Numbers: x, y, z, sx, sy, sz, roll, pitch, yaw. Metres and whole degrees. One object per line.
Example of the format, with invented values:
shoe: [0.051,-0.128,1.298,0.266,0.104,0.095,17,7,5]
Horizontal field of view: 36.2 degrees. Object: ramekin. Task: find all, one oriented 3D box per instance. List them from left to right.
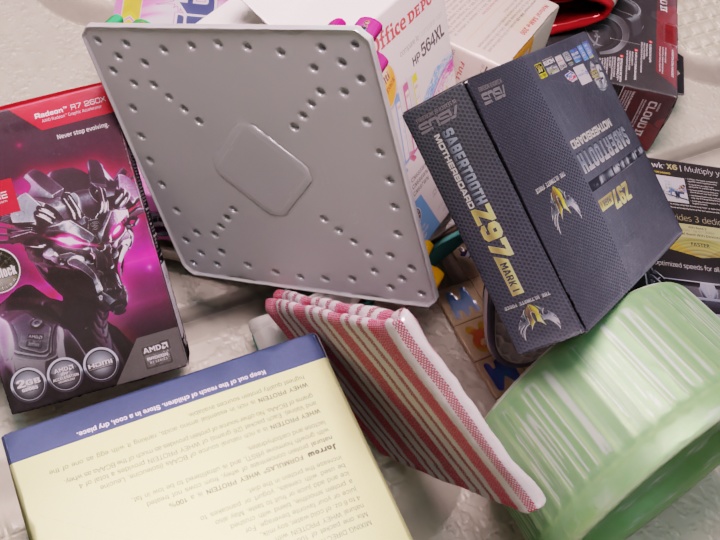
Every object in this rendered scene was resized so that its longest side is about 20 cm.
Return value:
ramekin: [0.169,0.100,0.715,0.200,0.200,0.098,-27,63,-24]

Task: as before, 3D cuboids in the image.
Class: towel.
towel: [0.023,0.072,0.688,0.030,0.200,0.146,-44,109,-18]

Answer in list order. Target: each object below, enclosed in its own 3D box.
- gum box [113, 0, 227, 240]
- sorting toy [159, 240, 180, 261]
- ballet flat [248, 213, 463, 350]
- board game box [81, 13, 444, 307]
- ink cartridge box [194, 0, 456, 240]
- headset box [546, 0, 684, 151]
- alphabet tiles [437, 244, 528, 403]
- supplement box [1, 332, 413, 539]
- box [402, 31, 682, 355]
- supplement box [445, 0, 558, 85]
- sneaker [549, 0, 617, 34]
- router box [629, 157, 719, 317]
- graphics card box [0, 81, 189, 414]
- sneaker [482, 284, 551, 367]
gum box: [-0.139,-0.114,0.842,0.113,0.066,0.201,5,62,-6]
sorting toy: [-0.090,-0.084,0.888,0.184,0.037,0.201,12,56,-2]
ballet flat: [0.000,0.000,0.814,0.200,0.069,0.069,-39,70,-14]
board game box: [-0.056,-0.069,0.690,0.199,0.200,0.026,8,44,28]
ink cartridge box: [-0.016,-0.118,0.751,0.125,0.201,0.129,8,38,27]
headset box: [0.195,-0.200,0.985,0.199,0.077,0.149,12,56,-3]
alphabet tiles: [0.159,0.044,0.864,0.166,0.006,0.200,-19,62,-20]
supplement box: [-0.083,0.179,0.660,0.199,0.134,0.200,-18,62,-19]
box: [0.123,-0.057,0.692,0.200,0.051,0.158,-30,96,-53]
supplement box: [0.034,-0.190,0.844,0.200,0.074,0.126,28,42,12]
sneaker: [0.133,-0.273,0.933,0.199,0.078,0.116,20,54,7]
router box: [0.260,-0.012,0.883,0.199,0.052,0.158,7,54,-7]
graphics card box: [-0.200,-0.016,0.744,0.125,0.051,0.201,-15,99,-7]
sneaker: [0.124,-0.034,0.864,0.077,0.146,0.203,9,95,-11]
